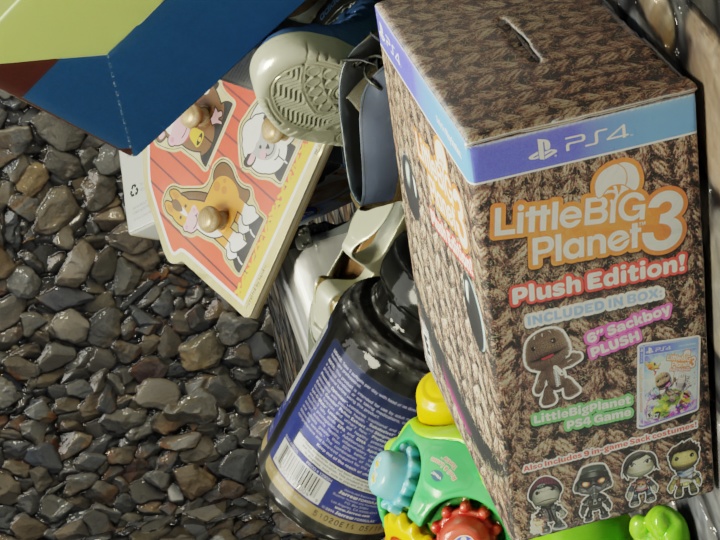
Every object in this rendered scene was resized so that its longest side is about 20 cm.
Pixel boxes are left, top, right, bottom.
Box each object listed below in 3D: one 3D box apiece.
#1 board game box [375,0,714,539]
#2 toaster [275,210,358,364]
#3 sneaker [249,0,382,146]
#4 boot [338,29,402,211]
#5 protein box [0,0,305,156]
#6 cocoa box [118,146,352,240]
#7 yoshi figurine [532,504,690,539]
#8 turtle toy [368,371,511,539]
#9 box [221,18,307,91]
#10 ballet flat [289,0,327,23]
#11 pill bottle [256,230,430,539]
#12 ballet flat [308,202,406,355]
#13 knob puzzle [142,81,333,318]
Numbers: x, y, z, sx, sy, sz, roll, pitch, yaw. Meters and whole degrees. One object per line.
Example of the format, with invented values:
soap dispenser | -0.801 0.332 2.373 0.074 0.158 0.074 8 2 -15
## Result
board game box | 0.082 -0.012 0.760 0.160 0.096 0.202 -115 14 -60
toaster | 0.000 0.018 1.321 0.200 0.113 0.130 -26 -81 -80
sneaker | -0.013 -0.142 1.063 0.199 0.076 0.112 11 -127 -53
boot | 0.032 -0.124 0.946 0.075 0.096 0.202 -129 26 -60
protein box | -0.134 -0.223 1.043 0.198 0.134 0.202 -36 42 35
cocoa box | -0.085 -0.111 1.358 0.199 0.131 0.135 -22 69 39
yoshi figurine | 0.121 0.168 0.799 0.200 0.111 0.113 -118 32 -73
turtle toy | 0.077 0.163 1.010 0.200 0.101 0.146 37 154 37
box | -0.050 -0.164 1.196 0.037 0.198 0.145 -58 30 26
ballet flat | -0.056 -0.208 1.147 0.072 0.068 0.200 46 180 -36
pill bottle | 0.017 0.077 1.120 0.201 0.111 0.112 -61 30 28
ballet flat | 0.000 0.000 1.177 0.067 0.063 0.201 45 116 33
knob puzzle | -0.112 -0.092 1.267 0.218 0.030 0.222 -2 87 43
